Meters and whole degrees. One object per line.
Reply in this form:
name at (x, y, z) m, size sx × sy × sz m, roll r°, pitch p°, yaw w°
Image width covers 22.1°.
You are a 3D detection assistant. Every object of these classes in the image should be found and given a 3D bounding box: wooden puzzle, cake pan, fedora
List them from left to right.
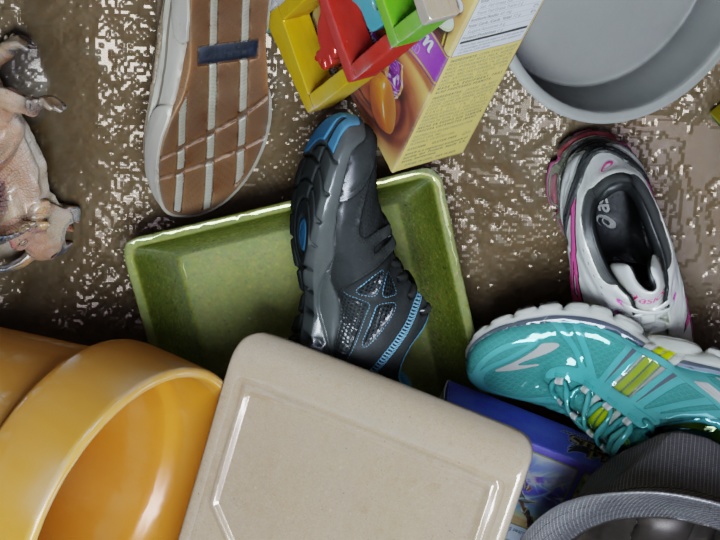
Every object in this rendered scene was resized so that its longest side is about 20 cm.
wooden puzzle at (-0.013, 0.157, 1.063) m, size 0.184 × 0.037 × 0.201 m, roll 20°, pitch 97°, yaw 15°
cake pan at (0.150, -0.186, 1.069) m, size 0.199 × 0.037 × 0.201 m, roll -13°, pitch 117°, yaw -26°
fedora at (0.176, 0.162, 1.064) m, size 0.176 × 0.091 × 0.201 m, roll 9°, pitch 133°, yaw 5°

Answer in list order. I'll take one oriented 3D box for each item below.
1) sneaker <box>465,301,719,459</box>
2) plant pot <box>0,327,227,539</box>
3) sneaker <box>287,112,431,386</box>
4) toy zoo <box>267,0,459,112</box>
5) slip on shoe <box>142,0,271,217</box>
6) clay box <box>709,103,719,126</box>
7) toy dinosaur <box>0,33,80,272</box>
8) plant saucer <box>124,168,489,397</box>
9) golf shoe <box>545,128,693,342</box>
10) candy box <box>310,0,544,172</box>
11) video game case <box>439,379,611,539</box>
sneaker at (0.157, 0.076, 1.106) m, size 0.199 × 0.080 × 0.078 m, roll 14°, pitch 139°, yaw 9°
plant pot at (-0.200, 0.118, 1.092) m, size 0.183 × 0.200 × 0.201 m, roll 22°, pitch 109°, yaw 27°
sneaker at (0.000, 0.000, 1.094) m, size 0.081 × 0.073 × 0.201 m, roll -1°, pitch 118°, yaw -10°
toy zoo at (-0.017, -0.170, 1.029) m, size 0.020 × 0.200 × 0.132 m, roll -17°, pitch 85°, yaw -26°
slip on shoe at (-0.095, -0.127, 1.098) m, size 0.076 × 0.061 × 0.201 m, roll -9°, pitch 129°, yaw -21°
clay box at (0.331, -0.115, 1.137) m, size 0.200 × 0.048 × 0.115 m, roll -40°, pitch 107°, yaw 10°
toy dinosaur at (-0.251, -0.080, 1.090) m, size 0.199 × 0.086 × 0.136 m, roll 29°, pitch 111°, yaw -7°
plant saucer at (-0.028, 0.045, 1.163) m, size 0.199 × 0.048 × 0.201 m, roll -13°, pitch 109°, yaw 1°
golf shoe at (0.165, 0.016, 1.146) m, size 0.072 × 0.092 × 0.201 m, roll -20°, pitch 110°, yaw 2°
candy box at (0.039, -0.160, 1.011) m, size 0.056 × 0.117 × 0.200 m, roll -16°, pitch 154°, yaw -27°
video game case at (0.111, 0.186, 1.163) m, size 0.199 × 0.046 × 0.182 m, roll 22°, pitch 114°, yaw -4°
